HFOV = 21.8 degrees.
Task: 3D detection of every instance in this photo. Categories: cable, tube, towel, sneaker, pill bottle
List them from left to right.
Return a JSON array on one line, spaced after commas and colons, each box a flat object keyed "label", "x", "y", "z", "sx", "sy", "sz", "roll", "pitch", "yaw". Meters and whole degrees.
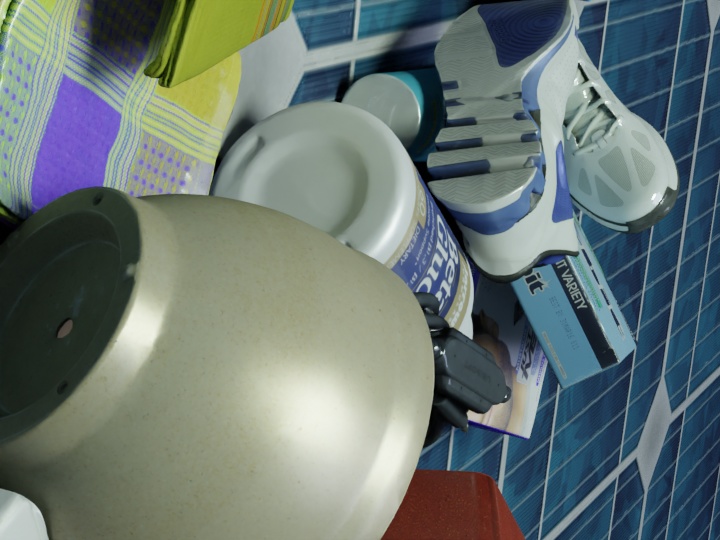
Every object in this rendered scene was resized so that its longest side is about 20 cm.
[{"label": "towel", "x": -0.112, "y": -0.071, "z": 0.848, "sx": 0.200, "sy": 0.023, "sz": 0.144, "roll": 41, "pitch": 64, "yaw": -65}, {"label": "towel", "x": -0.054, "y": -0.144, "z": 0.876, "sx": 0.200, "sy": 0.018, "sz": 0.086, "roll": -53, "pitch": 162, "yaw": -69}, {"label": "cable", "x": -0.023, "y": 0.058, "z": 0.969, "sx": 0.200, "sy": 0.163, "sz": 0.051, "roll": 30, "pitch": 46, "yaw": -55}, {"label": "pill bottle", "x": 0.000, "y": 0.000, "z": 1.030, "sx": 0.200, "sy": 0.111, "sz": 0.111, "roll": 54, "pitch": 52, "yaw": -61}, {"label": "tube", "x": 0.042, "y": -0.098, "z": 1.175, "sx": 0.077, "sy": 0.050, "sz": 0.200, "roll": -68, "pitch": 165, "yaw": 13}, {"label": "sneaker", "x": 0.087, "y": -0.065, "z": 1.105, "sx": 0.199, "sy": 0.081, "sz": 0.115, "roll": -75, "pitch": 157, "yaw": -44}, {"label": "sneaker", "x": 0.129, "y": -0.114, "z": 1.238, "sx": 0.076, "sy": 0.201, "sz": 0.115, "roll": -38, "pitch": 144, "yaw": 11}]

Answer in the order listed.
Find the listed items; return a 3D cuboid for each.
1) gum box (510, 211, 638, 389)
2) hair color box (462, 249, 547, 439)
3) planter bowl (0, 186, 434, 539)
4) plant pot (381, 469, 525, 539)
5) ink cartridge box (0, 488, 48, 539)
[{"label": "gum box", "x": 0.125, "y": -0.012, "z": 1.246, "sx": 0.170, "sy": 0.045, "sz": 0.200, "roll": 64, "pitch": 12, "yaw": 4}, {"label": "hair color box", "x": 0.077, "y": 0.052, "z": 1.302, "sx": 0.200, "sy": 0.065, "sz": 0.109, "roll": 23, "pitch": 80, "yaw": -65}, {"label": "planter bowl", "x": -0.089, "y": 0.048, "z": 0.781, "sx": 0.135, "sy": 0.200, "sz": 0.200, "roll": 37, "pitch": 64, "yaw": -36}, {"label": "plant pot", "x": 0.014, "y": 0.220, "z": 1.096, "sx": 0.200, "sy": 0.200, "sz": 0.176, "roll": 61, "pitch": 33, "yaw": -57}, {"label": "ink cartridge box", "x": -0.195, "y": 0.191, "z": 0.705, "sx": 0.200, "sy": 0.083, "sz": 0.147, "roll": -54, "pitch": 148, "yaw": -43}]
